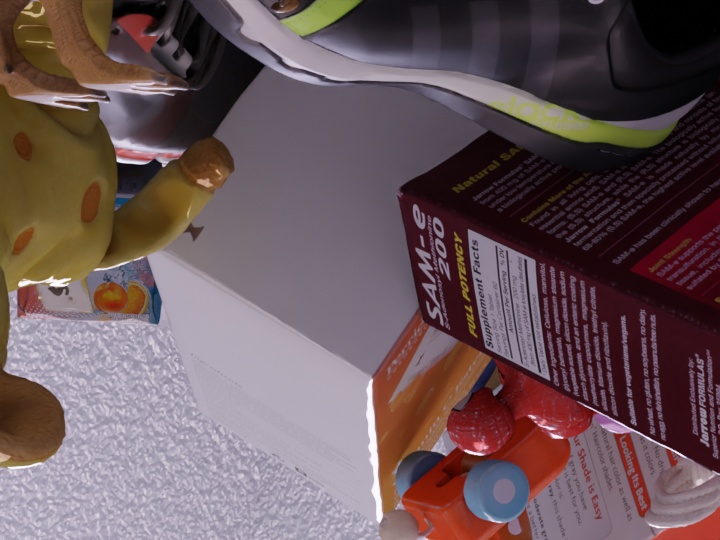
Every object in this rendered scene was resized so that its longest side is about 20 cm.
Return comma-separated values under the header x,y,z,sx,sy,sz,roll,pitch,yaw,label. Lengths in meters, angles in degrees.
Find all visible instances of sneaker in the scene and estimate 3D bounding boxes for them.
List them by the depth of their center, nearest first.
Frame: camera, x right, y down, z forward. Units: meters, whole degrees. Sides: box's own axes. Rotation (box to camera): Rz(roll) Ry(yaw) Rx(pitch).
x,y,z,sx,sy,sz,roll,pitch,yaw,label
0.036,-0.092,0.627,0.200,0.072,0.083,15,143,-36,sneaker
-0.080,-0.085,0.746,0.082,0.077,0.200,-4,168,41,sneaker

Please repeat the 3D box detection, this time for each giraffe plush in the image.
x,y,z,sx,sy,sz,roll,pitch,yaw,label
-0.142,-0.019,0.630,0.172,0.162,0.200,-16,120,23,giraffe plush

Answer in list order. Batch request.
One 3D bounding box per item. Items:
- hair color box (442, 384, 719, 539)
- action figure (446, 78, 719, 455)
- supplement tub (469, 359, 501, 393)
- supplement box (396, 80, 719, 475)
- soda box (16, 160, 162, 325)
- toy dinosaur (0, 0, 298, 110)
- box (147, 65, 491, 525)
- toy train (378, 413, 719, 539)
x,y,z,sx,sy,sz,roll,pitch,yaw,label
0.127,0.073,0.940,0.064,0.111,0.200,10,142,-34,hair color box
0.085,0.002,0.795,0.052,0.066,0.200,5,-144,32,action figure
0.056,0.004,1.055,0.199,0.145,0.144,11,175,-24,supplement tub
0.120,0.003,0.676,0.109,0.061,0.200,-35,-137,-29,supplement box
-0.132,-0.033,1.074,0.068,0.064,0.200,3,-164,-9,soda box
-0.077,-0.097,0.548,0.199,0.107,0.060,3,177,-9,toy dinosaur
0.000,0.000,0.841,0.097,0.125,0.200,31,163,13,box
0.103,0.069,0.782,0.056,0.150,0.200,57,154,-14,toy train
